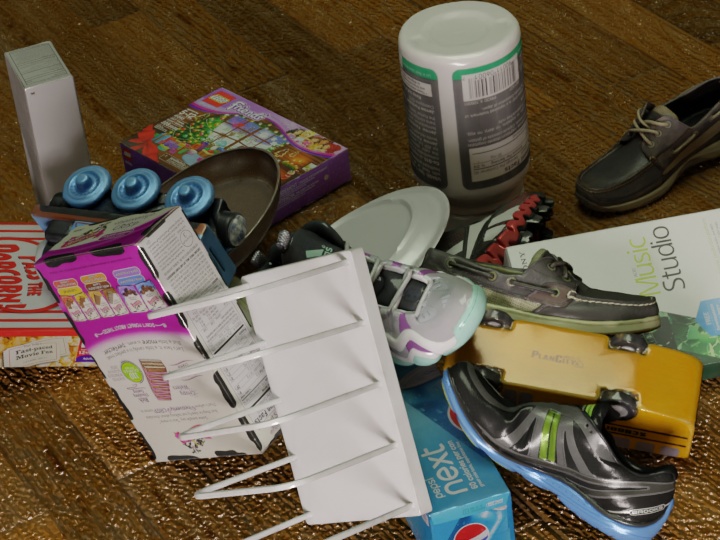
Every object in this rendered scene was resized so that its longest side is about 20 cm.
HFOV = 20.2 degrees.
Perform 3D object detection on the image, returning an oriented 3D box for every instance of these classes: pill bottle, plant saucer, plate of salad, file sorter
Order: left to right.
[{"bbox_3d":[-0.151,-0.035,1.852,0.200,0.032,0.201,-27,31,18],"label":"plant saucer"},{"bbox_3d":[-0.059,0.101,1.485,0.124,0.201,0.138,-16,2,-40],"label":"file sorter"},{"bbox_3d":[0.000,0.000,1.785,0.200,0.048,0.200,-30,25,16],"label":"plate of salad"},{"bbox_3d":[0.098,-0.135,1.855,0.113,0.201,0.113,-5,35,3],"label":"pill bottle"}]

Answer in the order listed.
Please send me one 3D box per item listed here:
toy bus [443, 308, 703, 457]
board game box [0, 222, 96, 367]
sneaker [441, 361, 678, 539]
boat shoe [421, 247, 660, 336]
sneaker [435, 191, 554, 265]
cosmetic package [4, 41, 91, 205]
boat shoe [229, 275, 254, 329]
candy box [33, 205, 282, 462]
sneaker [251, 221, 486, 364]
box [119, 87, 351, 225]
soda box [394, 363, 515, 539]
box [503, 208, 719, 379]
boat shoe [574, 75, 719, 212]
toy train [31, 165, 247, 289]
[{"bbox_3d":[0.167,0.089,1.592,0.199,0.078,0.065,10,56,8],"label":"toy bus"},{"bbox_3d":[-0.333,0.021,1.780,0.199,0.046,0.152,0,40,-22],"label":"board game box"},{"bbox_3d":[0.151,0.125,1.523,0.199,0.083,0.071,32,12,10],"label":"sneaker"},{"bbox_3d":[0.143,0.015,1.632,0.200,0.066,0.072,4,4,9],"label":"boat shoe"},{"bbox_3d":[0.103,-0.013,1.791,0.098,0.071,0.201,15,42,25],"label":"sneaker"},{"bbox_3d":[-0.281,-0.104,1.882,0.050,0.201,0.083,-16,35,-14],"label":"cosmetic package"},{"bbox_3d":[-0.096,0.070,1.716,0.066,0.074,0.200,-23,27,-16],"label":"boat shoe"},{"bbox_3d":[-0.152,0.053,1.598,0.136,0.201,0.061,-8,27,45],"label":"candy box"},{"bbox_3d":[-0.008,0.009,1.573,0.199,0.140,0.078,-4,54,46],"label":"sneaker"},{"bbox_3d":[-0.125,-0.110,2.002,0.137,0.039,0.200,-32,41,-31],"label":"box"},{"bbox_3d":[0.054,0.145,1.580,0.068,0.064,0.200,-15,36,-11],"label":"soda box"},{"bbox_3d":[0.231,0.030,1.689,0.199,0.036,0.145,-11,60,-3],"label":"box"},{"bbox_3d":[0.280,-0.126,1.914,0.200,0.074,0.074,-32,40,-24],"label":"boat shoe"},{"bbox_3d":[-0.196,-0.024,1.745,0.199,0.087,0.115,7,57,26],"label":"toy train"}]
